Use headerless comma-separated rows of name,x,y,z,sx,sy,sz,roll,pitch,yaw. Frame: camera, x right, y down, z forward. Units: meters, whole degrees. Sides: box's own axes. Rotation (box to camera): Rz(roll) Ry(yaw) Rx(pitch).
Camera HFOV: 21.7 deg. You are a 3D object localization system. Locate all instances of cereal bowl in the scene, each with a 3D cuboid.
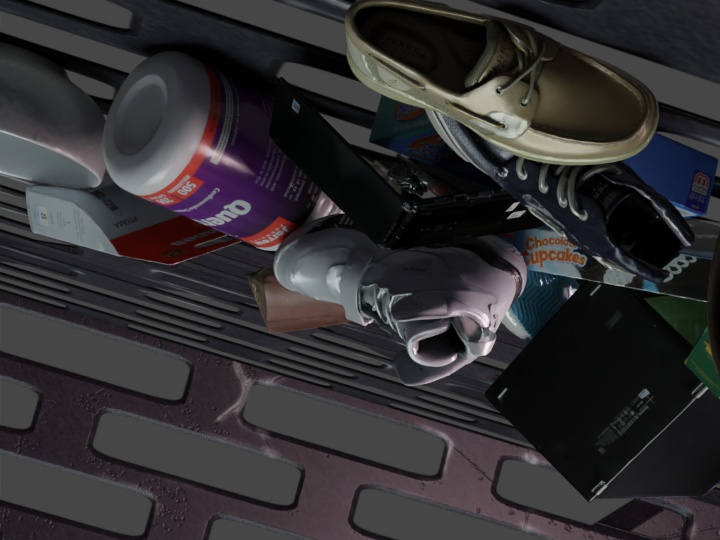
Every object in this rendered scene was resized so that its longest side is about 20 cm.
cereal bowl,-0.300,-0.139,1.571,0.198,0.084,0.200,16,170,3

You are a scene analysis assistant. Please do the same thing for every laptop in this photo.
laptop,0.243,0.097,1.553,0.200,0.116,0.188,44,131,7
laptop,0.044,-0.079,1.316,0.198,0.105,0.177,-9,173,-6

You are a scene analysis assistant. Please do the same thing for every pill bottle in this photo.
pill bottle,-0.095,-0.085,1.460,0.199,0.114,0.112,24,167,-40

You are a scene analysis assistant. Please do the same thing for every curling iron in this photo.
curling iron,0.085,-0.061,1.584,0.049,0.026,0.199,35,-172,36

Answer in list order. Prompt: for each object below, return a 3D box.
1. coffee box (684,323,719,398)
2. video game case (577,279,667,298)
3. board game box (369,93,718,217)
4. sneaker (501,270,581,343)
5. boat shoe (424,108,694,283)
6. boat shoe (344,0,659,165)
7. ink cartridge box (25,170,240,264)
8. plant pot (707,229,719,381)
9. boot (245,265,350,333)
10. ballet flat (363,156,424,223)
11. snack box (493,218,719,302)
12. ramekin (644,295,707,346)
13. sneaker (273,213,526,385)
coffee box,0.298,0.020,1.355,0.044,0.123,0.200,43,172,12
video game case,0.190,-0.003,1.659,0.199,0.026,0.180,18,167,-37
board game box,0.126,-0.084,1.313,0.198,0.045,0.152,19,171,-22
sneaker,0.149,0.030,1.603,0.080,0.077,0.200,12,168,34
boat shoe,0.128,-0.068,1.179,0.199,0.075,0.093,36,180,-17
boat shoe,0.084,-0.118,1.129,0.198,0.073,0.065,20,172,7
ink cartridge box,-0.173,-0.059,1.646,0.199,0.048,0.159,12,-156,44
plant pot,0.351,0.019,1.149,0.196,0.203,0.200,12,173,-23
boot,0.000,0.000,1.517,0.197,0.065,0.187,-1,152,4
ballet flat,-0.022,-0.068,1.582,0.198,0.074,0.073,17,172,28
snack box,0.202,-0.020,1.445,0.198,0.038,0.116,11,-164,26
ramekin,0.328,0.083,1.656,0.197,0.099,0.200,3,171,0
sneaker,0.019,0.020,1.406,0.198,0.115,0.076,5,127,14
